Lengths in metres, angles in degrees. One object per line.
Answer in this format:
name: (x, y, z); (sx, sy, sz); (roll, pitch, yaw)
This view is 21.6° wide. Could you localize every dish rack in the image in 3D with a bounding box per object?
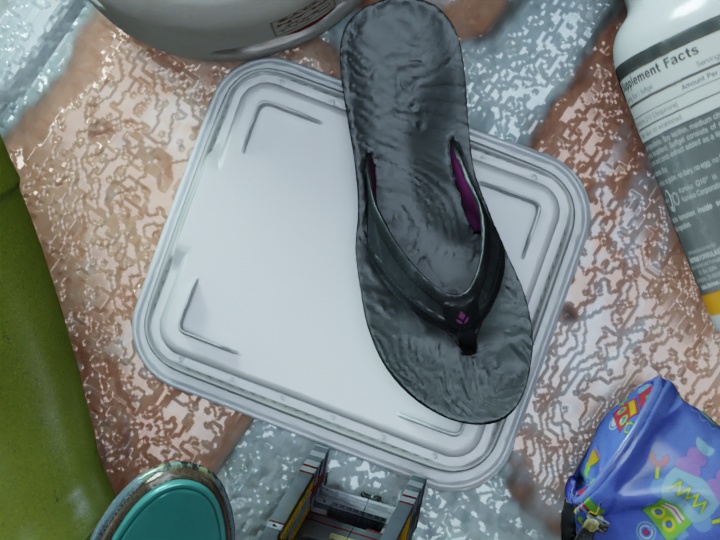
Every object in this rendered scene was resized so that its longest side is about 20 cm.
dish rack: (0.000, 0.000, 0.909); (0.198, 0.044, 0.173); (20, 88, 2)

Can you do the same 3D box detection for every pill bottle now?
pill bottle: (0.185, -0.079, 0.874); (0.115, 0.116, 0.202); (-20, 87, 0)

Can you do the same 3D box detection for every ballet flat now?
ballet flat: (-0.101, 0.168, 0.856); (0.073, 0.074, 0.202); (14, 107, 1)

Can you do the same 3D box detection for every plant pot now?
plant pot: (-0.208, 0.056, 0.847); (0.199, 0.200, 0.194); (-27, 99, -1)

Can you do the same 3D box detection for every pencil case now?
pencil case: (0.183, 0.142, 0.882); (0.200, 0.078, 0.087); (42, 90, 3)

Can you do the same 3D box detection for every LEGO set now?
LEGO set: (0.026, 0.170, 0.884); (0.198, 0.116, 0.155); (8, 117, 15)

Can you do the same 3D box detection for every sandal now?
sandal: (0.029, -0.027, 0.864); (0.074, 0.048, 0.203); (-14, 86, 0)

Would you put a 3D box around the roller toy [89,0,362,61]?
roller toy: (-0.063, -0.194, 0.870); (0.198, 0.140, 0.184); (18, 88, 1)
